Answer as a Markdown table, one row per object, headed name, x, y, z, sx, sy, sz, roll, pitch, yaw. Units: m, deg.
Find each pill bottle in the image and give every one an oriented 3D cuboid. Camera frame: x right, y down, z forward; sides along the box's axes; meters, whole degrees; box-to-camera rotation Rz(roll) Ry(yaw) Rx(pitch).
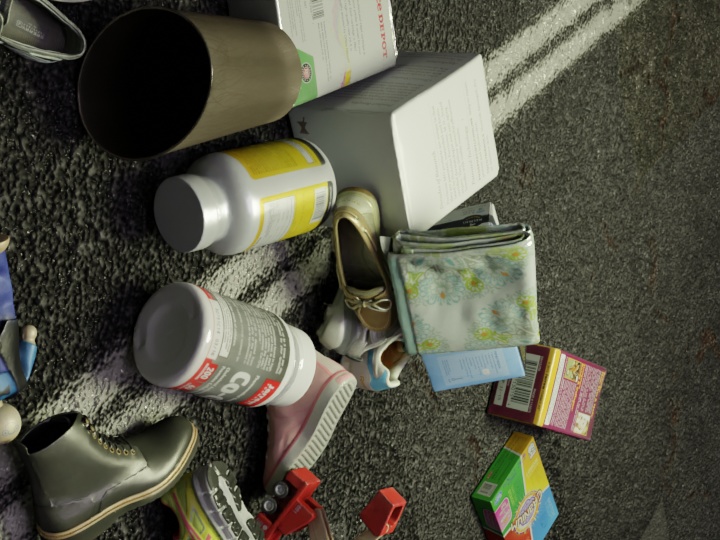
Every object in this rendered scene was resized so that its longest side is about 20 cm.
| name | x | y | z | sx | sy | sz | roll | pitch | yaw |
| --- | --- | --- | --- | --- | --- | --- | --- | --- | --- |
| pill bottle | -0.128 | -0.080 | 1.211 | 0.199 | 0.112 | 0.113 | -19 | 112 | -48 |
| pill bottle | -0.146 | 0.091 | 1.221 | 0.200 | 0.113 | 0.115 | 24 | 79 | -50 |

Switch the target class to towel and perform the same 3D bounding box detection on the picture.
| name | x | y | z | sx | sy | sz | roll | pitch | yaw |
| --- | --- | --- | --- | --- | --- | --- | --- | --- | --- |
| towel | 0.127 | 0.027 | 1.312 | 0.201 | 0.170 | 0.048 | 78 | 13 | -45 |

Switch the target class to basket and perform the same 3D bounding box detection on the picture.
| name | x | y | z | sx | sy | sz | roll | pitch | yaw |
| --- | --- | --- | --- | --- | --- | --- | --- | --- | --- |
| basket | -0.161 | -0.198 | 1.124 | 0.200 | 0.180 | 0.137 | -23 | 89 | -58 |

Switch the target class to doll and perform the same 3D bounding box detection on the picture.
| name | x | y | z | sx | sy | sz | roll | pitch | yaw |
| --- | --- | --- | --- | --- | --- | --- | --- | --- | --- |
| doll | -0.352 | 0.072 | 1.012 | 0.136 | 0.048 | 0.201 | -35 | 129 | -51 |

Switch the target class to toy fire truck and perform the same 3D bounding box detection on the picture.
| name | x | y | z | sx | sy | sz | roll | pitch | yaw |
| --- | --- | --- | --- | --- | --- | --- | --- | --- | --- |
| toy fire truck | -0.055 | 0.315 | 1.309 | 0.200 | 0.141 | 0.049 | -54 | 160 | 8 |

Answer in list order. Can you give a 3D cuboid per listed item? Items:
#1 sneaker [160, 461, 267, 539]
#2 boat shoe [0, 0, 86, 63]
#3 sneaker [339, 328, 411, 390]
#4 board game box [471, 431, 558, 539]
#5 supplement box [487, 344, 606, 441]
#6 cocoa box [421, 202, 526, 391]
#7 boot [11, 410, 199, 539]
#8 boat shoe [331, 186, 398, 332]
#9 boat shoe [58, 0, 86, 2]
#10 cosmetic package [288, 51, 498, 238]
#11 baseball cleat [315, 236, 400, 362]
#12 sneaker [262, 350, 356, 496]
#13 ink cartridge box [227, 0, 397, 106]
| name | x | y | z | sx | sy | sz | roll | pitch | yaw |
| --- | --- | --- | --- | --- | --- | --- | --- | --- | --- |
| sneaker | -0.168 | 0.312 | 1.261 | 0.078 | 0.090 | 0.201 | -62 | 136 | -66 |
| boat shoe | -0.327 | -0.240 | 0.963 | 0.199 | 0.071 | 0.073 | 17 | 84 | -51 |
| sneaker | 0.046 | 0.074 | 1.483 | 0.077 | 0.080 | 0.201 | 45 | 57 | -44 |
| board game box | 0.266 | 0.399 | 1.855 | 0.153 | 0.040 | 0.201 | -49 | 132 | -34 |
| supplement box | 0.315 | 0.201 | 1.826 | 0.200 | 0.103 | 0.132 | 24 | 78 | -50 |
| cocoa box | 0.136 | 0.037 | 1.445 | 0.131 | 0.133 | 0.201 | -75 | 150 | -58 |
| boot | -0.255 | 0.178 | 1.119 | 0.200 | 0.077 | 0.139 | -40 | 135 | -40 |
| boat shoe | 0.002 | -0.001 | 1.311 | 0.063 | 0.073 | 0.202 | -68 | 155 | -52 |
| boat shoe | -0.256 | -0.314 | 1.054 | 0.200 | 0.062 | 0.073 | -32 | 146 | -40 |
| cosmetic package | 0.045 | -0.163 | 1.365 | 0.200 | 0.167 | 0.167 | -37 | 126 | -40 |
| baseball cleat | 0.019 | 0.022 | 1.425 | 0.201 | 0.106 | 0.070 | -64 | -176 | -9 |
| sneaker | -0.089 | 0.180 | 1.357 | 0.075 | 0.104 | 0.201 | -16 | 139 | -57 |
| ink cartridge box | -0.053 | -0.289 | 1.282 | 0.200 | 0.087 | 0.146 | -30 | 120 | -42 |
